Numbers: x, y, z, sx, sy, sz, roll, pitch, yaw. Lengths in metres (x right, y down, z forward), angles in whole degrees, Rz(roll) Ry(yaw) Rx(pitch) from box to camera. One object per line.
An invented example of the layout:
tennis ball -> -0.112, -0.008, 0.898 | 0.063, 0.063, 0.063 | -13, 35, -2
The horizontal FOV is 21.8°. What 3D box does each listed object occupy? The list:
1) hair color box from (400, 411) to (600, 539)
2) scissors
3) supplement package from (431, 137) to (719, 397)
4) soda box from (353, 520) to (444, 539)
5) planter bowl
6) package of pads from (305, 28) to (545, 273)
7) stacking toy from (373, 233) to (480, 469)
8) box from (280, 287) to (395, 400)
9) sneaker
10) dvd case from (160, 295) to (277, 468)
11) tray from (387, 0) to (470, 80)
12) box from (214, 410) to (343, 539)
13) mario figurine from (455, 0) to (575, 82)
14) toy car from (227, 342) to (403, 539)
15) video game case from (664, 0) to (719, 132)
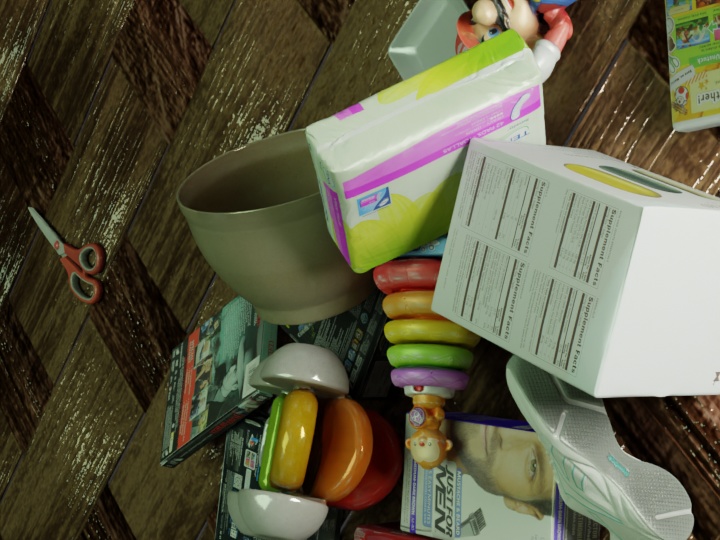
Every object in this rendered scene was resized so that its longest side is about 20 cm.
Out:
hair color box -> 0.121, 0.187, 1.640 | 0.199, 0.064, 0.111 | 3, 90, 50
scissors -> -0.366, -0.019, 2.287 | 0.199, 0.014, 0.074 | 26, 111, 47
supplement package -> 0.188, -0.004, 1.491 | 0.199, 0.151, 0.152 | 27, 109, 48
soda box -> 0.078, 0.271, 1.684 | 0.199, 0.070, 0.064 | 4, 93, 51
planter bowl -> -0.055, -0.035, 1.717 | 0.199, 0.199, 0.136 | 13, 126, 50
package of pads -> 0.060, -0.094, 1.555 | 0.068, 0.199, 0.155 | 59, 169, 33
stacking toy -> 0.061, 0.073, 1.641 | 0.115, 0.110, 0.202 | 0, 80, 26
box -> 0.000, 0.000, 1.810 | 0.160, 0.044, 0.202 | 41, 120, 44
sneaker -> 0.178, 0.153, 1.513 | 0.201, 0.070, 0.080 | 50, 143, -2
dvd case -> -0.148, 0.107, 1.969 | 0.200, 0.022, 0.147 | -39, 38, 44
tray -> 0.096, -0.170, 1.712 | 0.108, 0.022, 0.201 | -53, 51, 35
box -> -0.085, 0.257, 1.906 | 0.158, 0.046, 0.202 | 15, 100, 51
mario figurine -> 0.146, -0.240, 1.582 | 0.200, 0.106, 0.124 | -45, 21, 32
toy car -> -0.036, 0.167, 1.731 | 0.200, 0.148, 0.177 | 142, 139, -77
video game case -> 0.316, -0.212, 1.442 | 0.199, 0.023, 0.184 | -9, 82, 50
